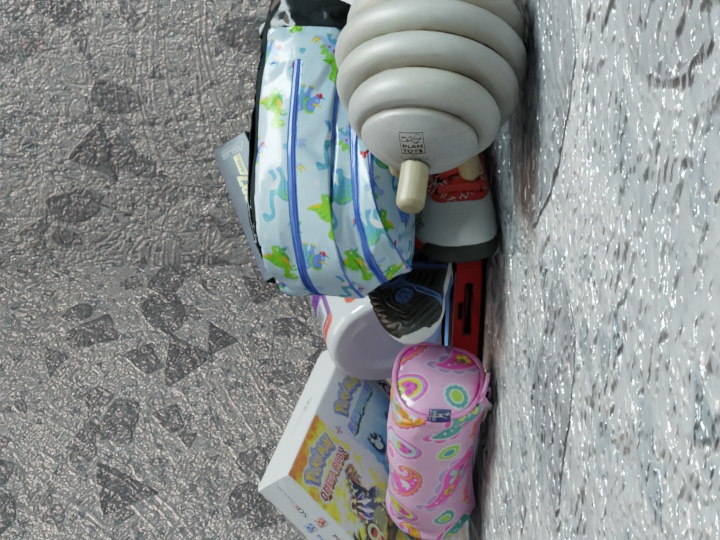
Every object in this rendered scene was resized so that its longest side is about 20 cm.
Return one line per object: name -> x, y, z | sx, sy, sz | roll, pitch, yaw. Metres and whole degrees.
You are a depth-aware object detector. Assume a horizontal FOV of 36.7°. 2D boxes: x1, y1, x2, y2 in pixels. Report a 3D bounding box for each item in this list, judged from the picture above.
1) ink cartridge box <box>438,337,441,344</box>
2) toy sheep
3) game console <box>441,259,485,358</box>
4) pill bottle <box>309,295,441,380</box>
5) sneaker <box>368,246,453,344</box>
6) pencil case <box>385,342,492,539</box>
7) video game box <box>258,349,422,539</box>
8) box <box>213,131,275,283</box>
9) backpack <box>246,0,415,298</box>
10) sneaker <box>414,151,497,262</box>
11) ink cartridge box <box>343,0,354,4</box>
ink cartridge box -> 0.077, 0.172, 1.201 | 0.094, 0.044, 0.201 | 104, 166, -78
toy sheep -> 0.045, -0.128, 0.702 | 0.138, 0.137, 0.201 | 93, 180, -68
game console -> 0.087, 0.018, 1.001 | 0.177, 0.031, 0.201 | -94, 4, -62
pill bottle -> 0.000, 0.000, 1.072 | 0.200, 0.111, 0.112 | -111, 15, -44
sneaker -> 0.048, 0.005, 0.904 | 0.200, 0.075, 0.077 | -88, -24, -61
pencil case -> 0.064, 0.149, 0.927 | 0.201, 0.087, 0.088 | 91, 178, -46
video game box -> 0.006, 0.192, 1.032 | 0.182, 0.047, 0.200 | 46, -146, -15
box -> -0.070, -0.064, 1.218 | 0.200, 0.051, 0.158 | 1, -117, -65
backpack -> -0.022, -0.078, 0.813 | 0.163, 0.153, 0.201 | 66, -141, -68
sneaker -> 0.071, -0.090, 0.866 | 0.202, 0.067, 0.108 | -88, -5, -64
ink cartridge box -> -0.003, -0.261, 0.942 | 0.200, 0.083, 0.145 | 55, 155, 39
